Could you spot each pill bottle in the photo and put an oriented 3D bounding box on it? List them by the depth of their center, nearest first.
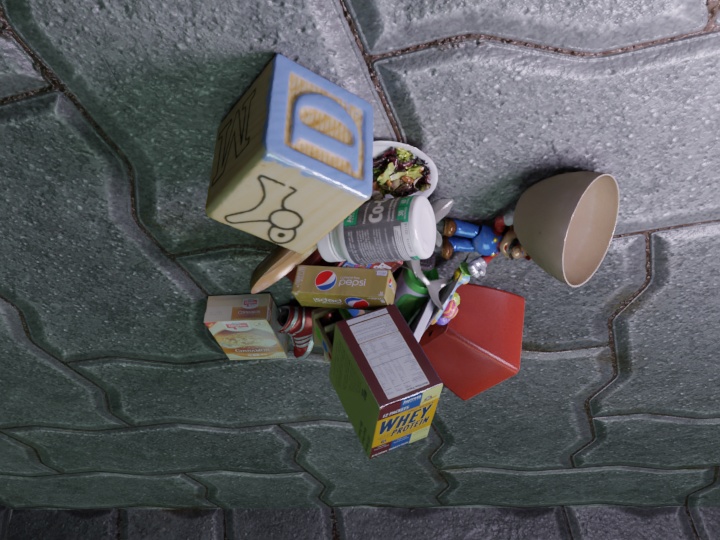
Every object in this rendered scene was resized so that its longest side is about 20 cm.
[{"bbox_3d":[0.026,-0.069,1.366,0.198,0.114,0.113,-5,148,25],"label":"pill bottle"}]

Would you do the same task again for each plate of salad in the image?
[{"bbox_3d":[0.039,-0.158,1.361,0.198,0.048,0.201,2,147,1],"label":"plate of salad"}]

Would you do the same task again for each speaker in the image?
[{"bbox_3d":[0.099,0.056,1.664,0.088,0.089,0.200,12,147,-15],"label":"speaker"}]

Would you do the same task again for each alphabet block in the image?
[{"bbox_3d":[-0.110,-0.175,1.202,0.194,0.198,0.200,23,143,-28],"label":"alphabet block"}]

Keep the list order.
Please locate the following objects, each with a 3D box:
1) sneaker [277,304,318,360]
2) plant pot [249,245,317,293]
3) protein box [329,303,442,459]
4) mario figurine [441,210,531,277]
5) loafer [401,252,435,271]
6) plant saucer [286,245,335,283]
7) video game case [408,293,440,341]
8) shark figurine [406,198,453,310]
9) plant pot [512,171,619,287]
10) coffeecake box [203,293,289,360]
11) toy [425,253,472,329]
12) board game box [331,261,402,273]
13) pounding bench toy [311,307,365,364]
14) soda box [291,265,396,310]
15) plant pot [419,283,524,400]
[{"bbox_3d":[-0.160,0.147,1.837,0.111,0.072,0.201,9,140,-18],"label":"sneaker"},{"bbox_3d":[-0.138,-0.029,1.457,0.028,0.200,0.200,51,140,5],"label":"plant pot"},{"bbox_3d":[0.043,0.216,1.486,0.134,0.201,0.199,-16,144,-20],"label":"protein box"},{"bbox_3d":[0.256,-0.051,1.459,0.198,0.107,0.124,3,161,6],"label":"mario figurine"},{"bbox_3d":[0.060,-0.049,1.524,0.199,0.074,0.071,23,153,-21],"label":"loafer"},{"bbox_3d":[-0.040,0.003,1.634,0.198,0.037,0.200,17,146,-22],"label":"plant saucer"},{"bbox_3d":[0.109,0.142,1.622,0.018,0.144,0.200,27,153,1],"label":"video game case"},{"bbox_3d":[0.109,-0.031,1.438,0.127,0.090,0.216,3,120,11],"label":"shark figurine"},{"bbox_3d":[0.351,-0.087,1.351,0.134,0.201,0.200,22,163,38],"label":"plant pot"},{"bbox_3d":[-0.268,0.138,1.828,0.152,0.074,0.201,-3,147,10],"label":"coffeecake box"},{"bbox_3d":[0.184,0.066,1.577,0.047,0.115,0.201,27,131,3],"label":"toy"},{"bbox_3d":[0.000,0.000,1.540,0.102,0.020,0.200,18,153,-15],"label":"board game box"},{"bbox_3d":[-0.026,0.125,1.638,0.123,0.157,0.201,-19,145,-16],"label":"pounding bench toy"},{"bbox_3d":[-0.033,0.036,1.530,0.198,0.065,0.068,3,153,18],"label":"soda box"},{"bbox_3d":[0.232,0.141,1.706,0.175,0.201,0.200,28,141,-19],"label":"plant pot"}]
